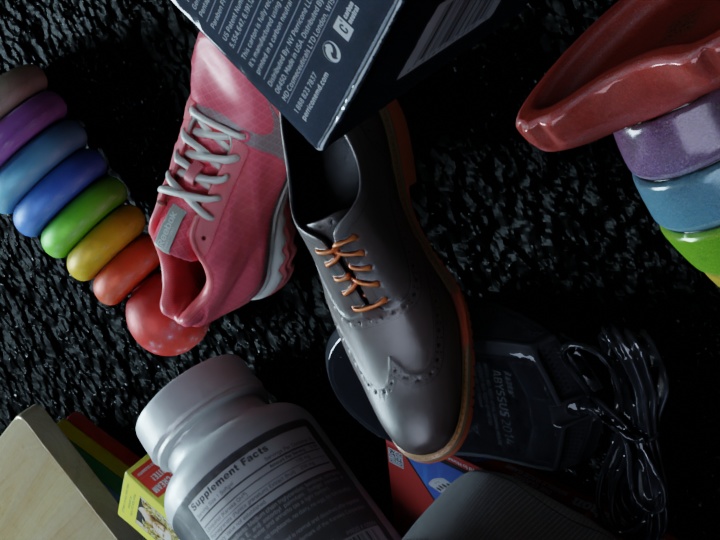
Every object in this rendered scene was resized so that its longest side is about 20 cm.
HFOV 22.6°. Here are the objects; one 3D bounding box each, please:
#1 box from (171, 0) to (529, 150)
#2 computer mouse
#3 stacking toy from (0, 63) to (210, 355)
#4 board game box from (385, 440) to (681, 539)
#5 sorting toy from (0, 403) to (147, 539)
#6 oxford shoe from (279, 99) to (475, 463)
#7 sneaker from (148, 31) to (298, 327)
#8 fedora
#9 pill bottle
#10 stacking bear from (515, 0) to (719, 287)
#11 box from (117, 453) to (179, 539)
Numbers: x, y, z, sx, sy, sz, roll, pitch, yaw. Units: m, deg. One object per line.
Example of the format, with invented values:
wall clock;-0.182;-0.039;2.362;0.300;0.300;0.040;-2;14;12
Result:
box;-0.022;-0.180;0.767;0.200;0.148;0.107;45;142;10
computer mouse;0.076;0.061;0.944;0.198;0.053;0.140;12;129;28
stacking toy;-0.170;-0.027;1.114;0.200;0.085;0.085;49;144;-1
board game box;0.098;0.157;1.019;0.199;0.019;0.104;23;135;34
sorting toy;-0.193;0.200;1.328;0.199;0.069;0.200;51;144;3
oxford shoe;0.000;0.000;0.893;0.071;0.072;0.202;-23;79;29
sneaker;-0.076;-0.046;0.986;0.073;0.087;0.202;30;137;26
fedora;0.082;0.171;0.938;0.200;0.091;0.176;44;155;-23
pill bottle;-0.050;0.152;1.087;0.201;0.110;0.111;52;145;21
stacking bear;0.175;-0.025;0.714;0.121;0.114;0.201;-21;114;44
box;-0.063;0.188;1.174;0.199;0.075;0.050;39;139;21
